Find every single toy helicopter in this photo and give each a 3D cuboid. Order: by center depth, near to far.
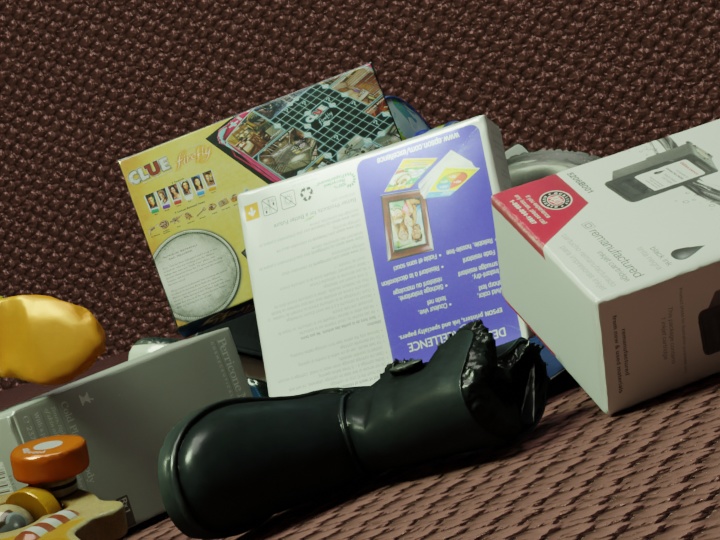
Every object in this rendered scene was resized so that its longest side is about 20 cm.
[{"bbox_3d":[-0.188,0.159,1.076,0.132,0.079,0.200,-13,12,-27],"label":"toy helicopter"}]

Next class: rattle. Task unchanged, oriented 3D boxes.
[{"bbox_3d":[-0.231,0.055,1.322,0.142,0.131,0.200,-11,-27,1],"label":"rattle"}]

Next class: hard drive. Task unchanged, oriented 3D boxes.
[{"bbox_3d":[-0.060,0.046,1.573,0.134,0.043,0.200,13,4,5],"label":"hard drive"}]

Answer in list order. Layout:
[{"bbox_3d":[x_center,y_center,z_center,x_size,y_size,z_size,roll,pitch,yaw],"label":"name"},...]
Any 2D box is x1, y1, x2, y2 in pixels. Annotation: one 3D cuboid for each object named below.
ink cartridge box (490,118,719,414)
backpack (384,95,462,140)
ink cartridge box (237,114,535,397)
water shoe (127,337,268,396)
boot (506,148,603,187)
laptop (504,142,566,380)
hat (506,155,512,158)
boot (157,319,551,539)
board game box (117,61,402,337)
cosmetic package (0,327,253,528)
[{"bbox_3d":[0.199,-0.013,1.143,0.199,0.084,0.145,-19,33,-14],"label":"ink cartridge box"},{"bbox_3d":[0.049,-0.053,1.706,0.146,0.200,0.184,-25,35,30],"label":"backpack"},{"bbox_3d":[0.020,0.019,1.285,0.197,0.201,0.043,-16,-16,24],"label":"ink cartridge box"},{"bbox_3d":[-0.096,0.106,1.555,0.199,0.080,0.071,10,3,16],"label":"water shoe"},{"bbox_3d":[0.147,-0.012,1.278,0.199,0.070,0.132,0,49,34],"label":"boot"},{"bbox_3d":[0.107,-0.002,1.343,0.187,0.200,0.116,-33,-23,-17],"label":"laptop"},{"bbox_3d":[0.135,0.005,1.496,0.200,0.201,0.081,-17,43,26],"label":"hat"},{"bbox_3d":[0.001,0.088,1.099,0.167,0.077,0.200,-21,-6,36],"label":"boot"},{"bbox_3d":[-0.060,-0.051,1.383,0.199,0.136,0.035,-21,-14,-1],"label":"board game box"},{"bbox_3d":[-0.166,0.120,1.314,0.199,0.107,0.090,-23,3,-41],"label":"cosmetic package"}]
